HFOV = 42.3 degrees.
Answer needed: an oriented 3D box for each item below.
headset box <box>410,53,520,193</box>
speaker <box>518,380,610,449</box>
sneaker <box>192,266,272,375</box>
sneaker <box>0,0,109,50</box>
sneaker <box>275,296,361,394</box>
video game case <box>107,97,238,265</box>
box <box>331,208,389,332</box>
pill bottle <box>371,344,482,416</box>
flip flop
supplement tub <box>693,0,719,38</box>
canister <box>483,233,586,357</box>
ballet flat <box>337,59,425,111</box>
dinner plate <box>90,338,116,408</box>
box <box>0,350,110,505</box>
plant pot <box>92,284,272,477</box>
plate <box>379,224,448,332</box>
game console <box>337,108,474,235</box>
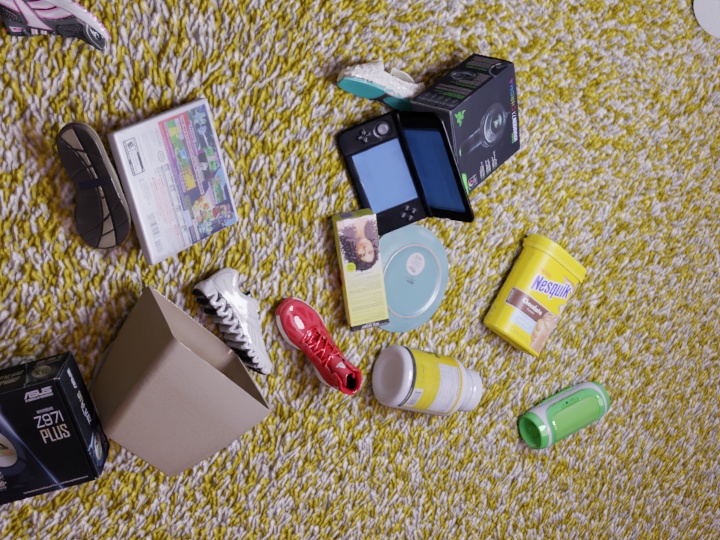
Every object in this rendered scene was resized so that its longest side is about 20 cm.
[{"bbox_3d":[0.181,-0.248,1.612,0.199,0.092,0.176,-39,134,-33],"label":"headset box"},{"bbox_3d":[0.429,0.302,1.949,0.198,0.088,0.090,-20,112,-28],"label":"speaker"},{"bbox_3d":[-0.189,0.085,1.507,0.081,0.075,0.202,-43,121,-27],"label":"sneaker"},{"bbox_3d":[-0.439,-0.347,1.249,0.198,0.080,0.087,29,97,-26],"label":"sneaker"},{"bbox_3d":[-0.057,0.131,1.572,0.078,0.115,0.201,-47,122,-14],"label":"sneaker"},{"bbox_3d":[-0.276,-0.136,1.396,0.181,0.023,0.203,-32,118,-42],"label":"video game case"},{"bbox_3d":[0.000,0.000,1.610,0.074,0.050,0.203,-12,109,-10],"label":"box"},{"bbox_3d":[0.127,0.207,1.713,0.198,0.112,0.114,15,93,-35],"label":"pill bottle"},{"bbox_3d":[-0.381,-0.123,1.334,0.080,0.058,0.203,-11,120,1],"label":"flip flop"},{"bbox_3d":[0.813,-0.593,1.959,0.199,0.140,0.142,-38,119,-20],"label":"supplement tub"},{"bbox_3d":[0.343,0.052,1.835,0.148,0.086,0.202,34,84,-33],"label":"canister"},{"bbox_3d":[0.039,-0.316,1.570,0.198,0.071,0.073,16,93,-40],"label":"ballet flat"},{"bbox_3d":[-0.325,0.182,1.467,0.198,0.024,0.204,-8,105,-33],"label":"dinner plate"},{"bbox_3d":[-0.473,0.224,1.291,0.197,0.086,0.166,-14,111,1],"label":"box"},{"bbox_3d":[-0.281,0.178,1.373,0.177,0.200,0.200,-48,122,-1],"label":"plant pot"},{"bbox_3d":[0.088,0.018,1.697,0.197,0.025,0.204,-8,105,-30],"label":"plate"},{"bbox_3d":[0.074,-0.155,1.556,0.173,0.117,0.202,-21,114,2],"label":"game console"}]
